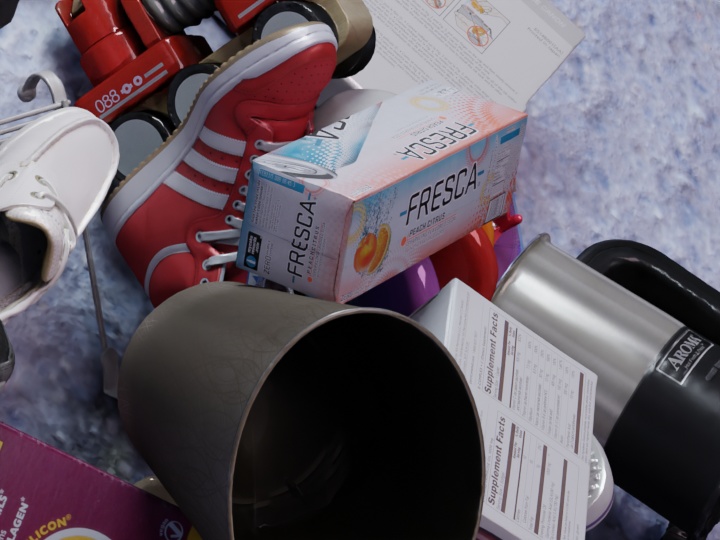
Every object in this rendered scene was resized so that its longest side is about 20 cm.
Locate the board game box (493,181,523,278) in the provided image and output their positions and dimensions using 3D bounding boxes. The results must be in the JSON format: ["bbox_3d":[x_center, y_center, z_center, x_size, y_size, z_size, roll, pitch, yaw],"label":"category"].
[{"bbox_3d":[0.059,-0.028,1.799,0.157,0.039,0.201,6,67,-38],"label":"board game box"}]

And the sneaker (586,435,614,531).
[{"bbox_3d":[0.104,0.130,1.670,0.073,0.200,0.114,-42,123,-11],"label":"sneaker"}]

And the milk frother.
[{"bbox_3d":[0.159,0.100,1.766,0.188,0.201,0.180,32,25,14],"label":"milk frother"}]

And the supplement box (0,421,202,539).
[{"bbox_3d":[-0.195,0.151,1.446,0.199,0.103,0.131,28,76,-27],"label":"supplement box"}]

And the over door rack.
[{"bbox_3d":[-0.212,0.002,1.556,0.147,0.066,0.201,-22,99,-43],"label":"over door rack"}]

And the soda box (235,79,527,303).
[{"bbox_3d":[0.015,-0.046,1.502,0.200,0.068,0.064,-28,134,-56],"label":"soda box"}]

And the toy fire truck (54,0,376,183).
[{"bbox_3d":[-0.105,-0.172,1.652,0.201,0.176,0.129,58,19,5],"label":"toy fire truck"}]

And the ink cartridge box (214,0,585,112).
[{"bbox_3d":[0.027,-0.162,1.802,0.200,0.045,0.176,42,50,-1],"label":"ink cartridge box"}]

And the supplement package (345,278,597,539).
[{"bbox_3d":[0.022,0.134,1.537,0.111,0.200,0.156,34,38,-21],"label":"supplement package"}]

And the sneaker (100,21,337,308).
[{"bbox_3d":[-0.059,-0.040,1.509,0.071,0.200,0.113,-6,59,-44],"label":"sneaker"}]

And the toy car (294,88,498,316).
[{"bbox_3d":[0.000,0.000,1.633,0.200,0.150,0.176,-25,124,-43],"label":"toy car"}]

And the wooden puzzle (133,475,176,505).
[{"bbox_3d":[-0.066,0.235,1.576,0.185,0.046,0.201,28,55,-27],"label":"wooden puzzle"}]

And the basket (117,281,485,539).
[{"bbox_3d":[-0.040,0.081,1.407,0.135,0.200,0.181,-7,107,-23],"label":"basket"}]

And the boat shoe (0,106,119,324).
[{"bbox_3d":[-0.183,-0.016,1.492,0.071,0.069,0.200,54,52,-24],"label":"boat shoe"}]

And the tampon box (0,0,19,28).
[{"bbox_3d":[-0.291,-0.203,1.482,0.200,0.126,0.150,46,58,9],"label":"tampon box"}]

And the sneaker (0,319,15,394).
[{"bbox_3d":[-0.229,-0.027,1.382,0.079,0.095,0.200,-15,65,-52],"label":"sneaker"}]
